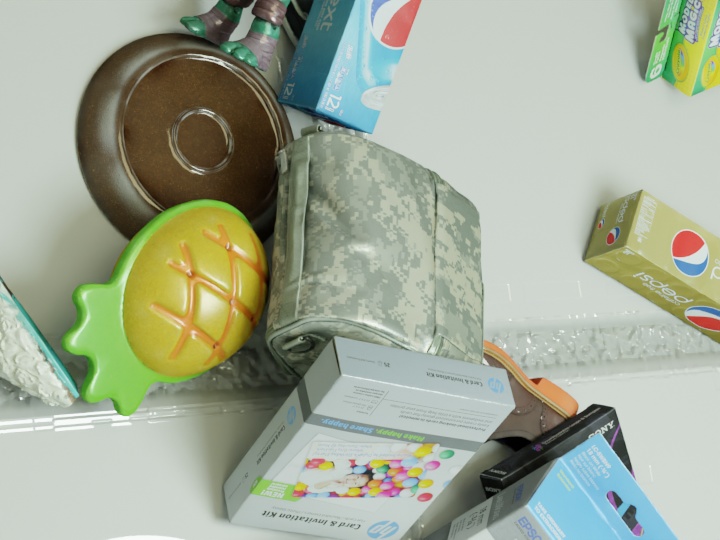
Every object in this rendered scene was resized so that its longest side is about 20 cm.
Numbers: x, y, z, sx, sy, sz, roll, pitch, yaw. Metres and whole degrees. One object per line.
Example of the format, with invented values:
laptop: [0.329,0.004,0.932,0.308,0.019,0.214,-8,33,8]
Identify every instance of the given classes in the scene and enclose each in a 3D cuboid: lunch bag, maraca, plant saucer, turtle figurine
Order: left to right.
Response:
maraca: [-0.148,0.027,1.398,0.200,0.107,0.138,-37,119,-35]
plant saucer: [-0.135,-0.104,1.489,0.199,0.032,0.201,7,75,-29]
turtle figurine: [-0.065,-0.268,1.467,0.100,0.150,0.201,24,97,-28]
lunch bag: [0.000,0.000,1.444,0.168,0.139,0.201,34,47,-40]

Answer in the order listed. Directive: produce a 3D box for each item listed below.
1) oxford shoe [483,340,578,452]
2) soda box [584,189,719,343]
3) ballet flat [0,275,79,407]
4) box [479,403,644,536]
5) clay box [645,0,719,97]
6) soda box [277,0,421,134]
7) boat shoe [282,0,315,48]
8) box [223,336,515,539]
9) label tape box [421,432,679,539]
oxford shoe: [0.101,0.107,1.551,0.200,0.071,0.073,29,69,-22]
soda box: [0.311,0.003,1.699,0.200,0.068,0.064,30,65,-21]
ballet flat: [-0.287,0.026,1.357,0.072,0.072,0.200,-33,93,-32]
box: [0.189,0.235,1.561,0.143,0.036,0.201,-28,106,-32]
clay box: [0.369,-0.246,1.769,0.200,0.115,0.048,-25,50,-33]
soda box: [0.004,-0.221,1.514,0.064,0.068,0.201,20,90,-34]
boat shoe: [-0.038,-0.242,1.562,0.200,0.060,0.076,48,59,-11]
box: [0.004,0.138,1.412,0.155,0.200,0.041,13,45,-27]
label tape box: [0.152,0.248,1.472,0.144,0.200,0.063,52,19,-8]
